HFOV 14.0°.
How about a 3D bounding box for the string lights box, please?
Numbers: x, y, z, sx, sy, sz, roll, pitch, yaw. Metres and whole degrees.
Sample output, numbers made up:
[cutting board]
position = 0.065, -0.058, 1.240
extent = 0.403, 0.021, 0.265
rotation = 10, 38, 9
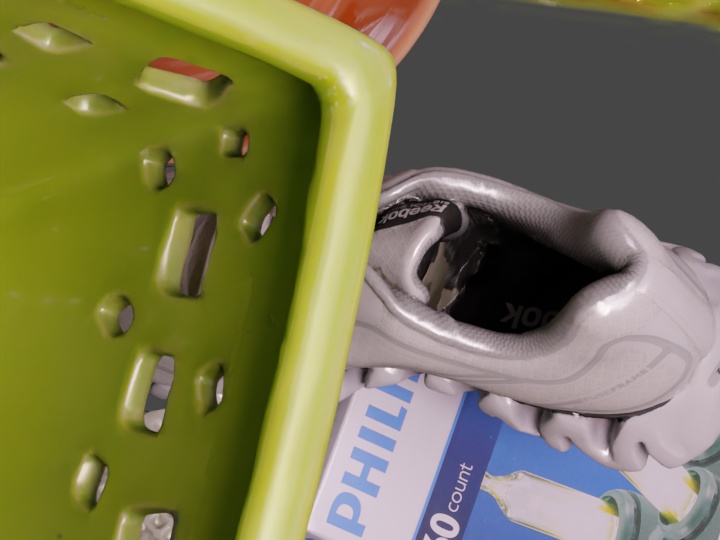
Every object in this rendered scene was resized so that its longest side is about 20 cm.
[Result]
[string lights box]
position = 0.070, 0.066, 0.860
extent = 0.200, 0.059, 0.103
rotation = 26, 75, -24

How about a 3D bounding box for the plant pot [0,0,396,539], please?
[plant pot]
position = -0.133, 0.019, 0.685
extent = 0.199, 0.181, 0.200
rotation = 19, 77, -26

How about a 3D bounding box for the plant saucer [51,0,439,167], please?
[plant saucer]
position = -0.060, -0.128, 0.823
extent = 0.200, 0.032, 0.200
rotation = 2, 85, -28

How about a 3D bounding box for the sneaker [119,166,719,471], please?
[sneaker]
position = 0.000, 0.000, 0.761
extent = 0.081, 0.200, 0.075
rotation = 41, 57, -61

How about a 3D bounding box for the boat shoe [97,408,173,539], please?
[boat shoe]
position = -0.065, 0.136, 0.780
extent = 0.075, 0.062, 0.200
rotation = 8, 78, -8
